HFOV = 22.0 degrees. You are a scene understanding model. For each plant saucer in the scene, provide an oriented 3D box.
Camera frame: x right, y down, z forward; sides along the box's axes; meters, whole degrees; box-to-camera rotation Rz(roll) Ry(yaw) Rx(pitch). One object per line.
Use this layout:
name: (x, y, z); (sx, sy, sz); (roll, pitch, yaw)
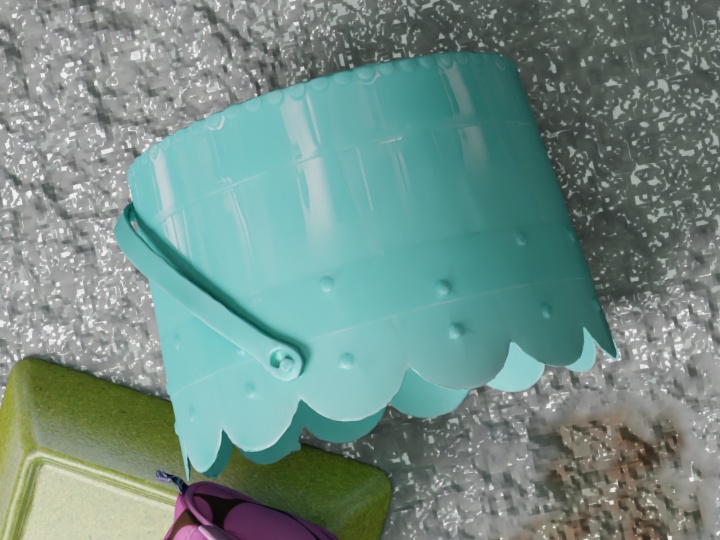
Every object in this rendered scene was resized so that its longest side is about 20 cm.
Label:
plant saucer: (-0.107, 0.165, 0.892); (0.199, 0.048, 0.200); (17, 96, 7)

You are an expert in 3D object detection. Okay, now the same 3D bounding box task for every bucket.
bucket: (0.000, 0.000, 0.792); (0.207, 0.207, 0.135); (-17, 82, 10)

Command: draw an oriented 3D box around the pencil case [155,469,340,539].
pencil case: (-0.087, 0.192, 0.819); (0.091, 0.094, 0.200); (25, 98, 7)
